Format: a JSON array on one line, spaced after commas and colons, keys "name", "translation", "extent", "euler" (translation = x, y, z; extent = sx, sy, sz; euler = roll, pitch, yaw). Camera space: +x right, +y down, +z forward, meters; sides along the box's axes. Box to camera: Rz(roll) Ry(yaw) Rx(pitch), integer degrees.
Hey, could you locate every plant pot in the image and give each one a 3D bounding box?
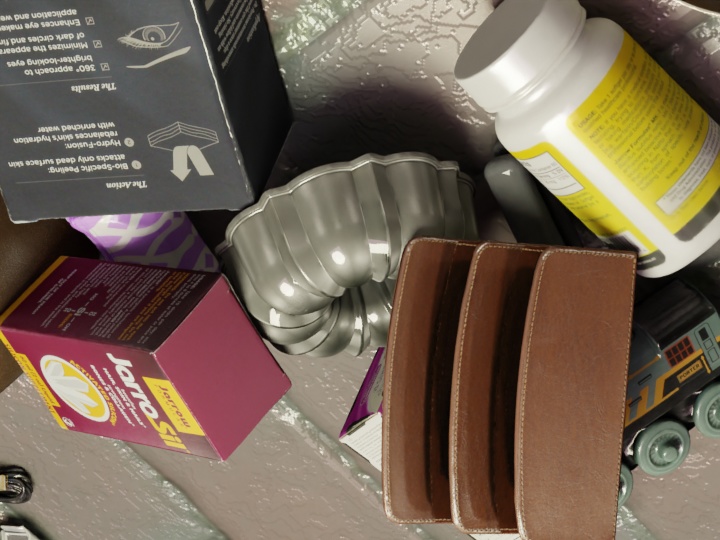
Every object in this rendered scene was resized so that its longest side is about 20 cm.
[{"name": "plant pot", "translation": [-0.323, 0.035, 1.604], "extent": [0.186, 0.200, 0.188], "euler": [8, 130, 10]}]

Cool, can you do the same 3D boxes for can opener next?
[{"name": "can opener", "translation": [0.135, -0.008, 1.531], "extent": [0.066, 0.053, 0.201], "euler": [-10, 124, 24]}]

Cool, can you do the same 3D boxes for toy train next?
[{"name": "toy train", "translation": [0.200, 0.095, 1.531], "extent": [0.199, 0.085, 0.114], "euler": [-33, 119, -5]}]

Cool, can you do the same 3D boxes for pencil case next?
[{"name": "pencil case", "translation": [-0.157, 0.003, 1.604], "extent": [0.084, 0.085, 0.201], "euler": [12, 138, 56]}]

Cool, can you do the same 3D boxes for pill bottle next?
[{"name": "pill bottle", "translation": [0.165, -0.099, 1.410], "extent": [0.200, 0.115, 0.114], "euler": [42, 127, -18]}]

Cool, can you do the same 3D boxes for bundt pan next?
[{"name": "bundt pan", "translation": [0.000, 0.000, 1.496], "extent": [0.201, 0.076, 0.202], "euler": [-15, 154, -7]}]

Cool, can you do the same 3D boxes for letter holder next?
[{"name": "letter holder", "translation": [0.098, 0.081, 1.406], "extent": [0.141, 0.201, 0.100], "euler": [4, -179, -29]}]

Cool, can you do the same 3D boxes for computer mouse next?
[{"name": "computer mouse", "translation": [-0.317, 0.262, 1.887], "extent": [0.109, 0.044, 0.201], "euler": [-14, 117, 20]}]

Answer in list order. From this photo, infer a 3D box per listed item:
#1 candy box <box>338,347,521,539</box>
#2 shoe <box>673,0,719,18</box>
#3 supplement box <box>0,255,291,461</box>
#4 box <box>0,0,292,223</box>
[{"name": "candy box", "translation": [0.095, 0.127, 1.591], "extent": [0.200, 0.137, 0.061], "euler": [37, 139, -15]}, {"name": "shoe", "translation": [0.216, -0.212, 1.345], "extent": [0.199, 0.053, 0.070], "euler": [28, 130, -6]}, {"name": "supplement box", "translation": [-0.163, 0.062, 1.515], "extent": [0.199, 0.086, 0.111], "euler": [6, 135, 46]}, {"name": "box", "translation": [-0.173, -0.149, 1.468], "extent": [0.196, 0.118, 0.201], "euler": [-2, 126, 18]}]
